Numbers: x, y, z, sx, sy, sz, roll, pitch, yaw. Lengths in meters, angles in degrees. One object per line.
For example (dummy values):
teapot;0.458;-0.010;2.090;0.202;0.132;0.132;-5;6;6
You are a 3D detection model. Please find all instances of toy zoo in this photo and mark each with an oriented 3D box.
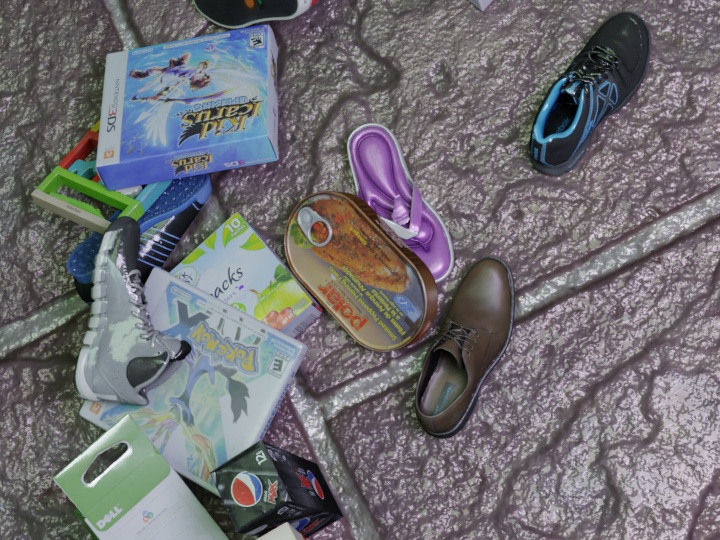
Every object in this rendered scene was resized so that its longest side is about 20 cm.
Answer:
toy zoo;-0.264;-0.130;1.666;0.131;0.020;0.200;22;60;28

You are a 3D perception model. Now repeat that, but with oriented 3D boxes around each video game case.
video game case;-0.193;-0.186;1.648;0.199;0.046;0.182;-10;52;8
video game case;-0.181;0.118;1.563;0.199;0.022;0.183;26;88;19

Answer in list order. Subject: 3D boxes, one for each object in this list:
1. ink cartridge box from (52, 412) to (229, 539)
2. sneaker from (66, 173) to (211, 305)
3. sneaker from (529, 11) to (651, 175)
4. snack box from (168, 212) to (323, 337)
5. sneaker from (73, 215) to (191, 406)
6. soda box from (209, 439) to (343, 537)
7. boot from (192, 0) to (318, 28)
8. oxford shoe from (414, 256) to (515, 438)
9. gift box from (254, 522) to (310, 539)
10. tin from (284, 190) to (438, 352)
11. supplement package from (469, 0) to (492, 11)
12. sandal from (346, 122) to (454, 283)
ink cartridge box;-0.225;0.254;1.510;0.104;0.059;0.200;-40;104;-19
sneaker;-0.242;-0.034;1.651;0.200;0.078;0.070;-41;49;-22
sneaker;0.248;-0.196;1.565;0.073;0.082;0.200;29;83;20
snack box;-0.161;0.056;1.612;0.200;0.053;0.142;-42;70;2
sneaker;-0.228;0.049;1.549;0.115;0.075;0.201;11;92;15
soda box;-0.081;0.227;1.472;0.063;0.200;0.071;-30;71;6
boot;-0.093;-0.341;1.698;0.200;0.073;0.144;10;36;42
oxford shoe;0.111;0.075;1.528;0.072;0.084;0.201;16;78;18
gift box;-0.090;0.390;1.447;0.200;0.185;0.187;-34;65;3
tin;0.000;0.000;1.578;0.200;0.042;0.112;47;111;19
supplement package;0.156;-0.413;1.626;0.109;0.114;0.200;42;89;21
sandal;0.033;-0.073;1.601;0.082;0.050;0.203;-29;72;5
